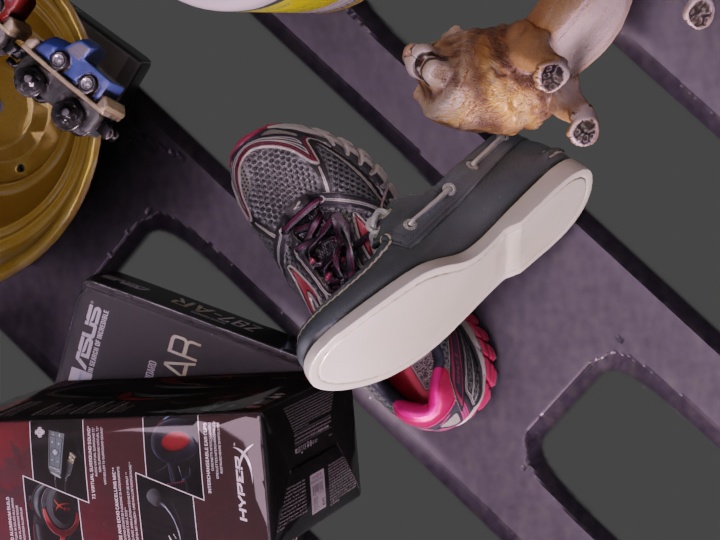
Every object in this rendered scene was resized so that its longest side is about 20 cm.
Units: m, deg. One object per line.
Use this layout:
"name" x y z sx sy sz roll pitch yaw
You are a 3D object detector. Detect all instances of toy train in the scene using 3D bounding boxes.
"toy train" -0.195 -0.139 1.103 0.200 0.034 0.046 41 93 11

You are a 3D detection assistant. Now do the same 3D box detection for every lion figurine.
"lion figurine" 0.117 -0.138 1.105 0.200 0.122 0.072 -40 117 3

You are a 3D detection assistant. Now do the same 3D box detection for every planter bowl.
"planter bowl" -0.220 -0.091 1.183 0.200 0.083 0.201 2 97 18

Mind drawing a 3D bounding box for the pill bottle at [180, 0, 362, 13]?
"pill bottle" -0.036 -0.188 1.082 0.112 0.200 0.113 2 97 18

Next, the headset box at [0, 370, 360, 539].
"headset box" -0.118 0.102 1.123 0.200 0.149 0.075 -3 95 19

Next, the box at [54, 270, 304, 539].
"box" -0.108 0.119 1.223 0.160 0.044 0.200 20 102 15

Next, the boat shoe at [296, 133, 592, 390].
"boat shoe" 0.034 -0.009 1.106 0.062 0.200 0.073 40 151 26

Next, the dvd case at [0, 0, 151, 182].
"dvd case" -0.240 -0.118 1.251 0.200 0.025 0.150 36 106 11

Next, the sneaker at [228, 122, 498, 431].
"sneaker" 0.000 0.000 1.158 0.081 0.075 0.200 -43 81 18
